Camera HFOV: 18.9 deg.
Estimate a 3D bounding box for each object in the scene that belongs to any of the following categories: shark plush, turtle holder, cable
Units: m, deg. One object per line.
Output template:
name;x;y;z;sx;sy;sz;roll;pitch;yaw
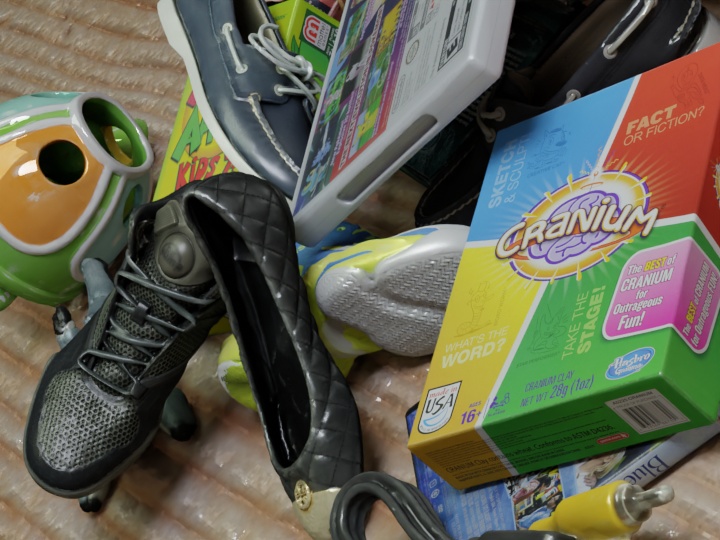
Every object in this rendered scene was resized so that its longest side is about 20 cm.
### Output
shark plush;-0.153;0.049;1.311;0.091;0.083;0.200;-32;33;29
turtle holder;-0.200;-0.053;1.468;0.132;0.185;0.141;-38;63;20
cable;0.058;0.138;0.956;0.200;0.050;0.097;-5;72;53

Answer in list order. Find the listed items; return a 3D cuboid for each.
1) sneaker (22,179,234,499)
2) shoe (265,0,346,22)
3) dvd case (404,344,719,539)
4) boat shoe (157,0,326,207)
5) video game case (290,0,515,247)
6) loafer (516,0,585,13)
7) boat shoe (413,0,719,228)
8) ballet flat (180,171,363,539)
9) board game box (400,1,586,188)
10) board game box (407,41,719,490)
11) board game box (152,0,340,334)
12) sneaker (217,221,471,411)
sneaker;-0.122;0.029;1.183;0.199;0.076;0.114;-52;-12;-16
shoe;-0.007;-0.193;1.360;0.091;0.071;0.200;-53;3;-17
dvd case;0.106;0.058;1.013;0.200;0.018;0.143;-39;30;20
boat shoe;-0.056;-0.109;1.255;0.062;0.075;0.200;-42;46;15
video game case;0.031;-0.131;1.157;0.182;0.023;0.200;-41;28;46
loafer;0.086;-0.171;1.213;0.063;0.072;0.200;-49;18;9
boat shoe;0.098;-0.086;1.150;0.200;0.060;0.074;-37;29;21
ballet flat;-0.047;0.046;1.104;0.066;0.057;0.200;-29;76;47
board game box;0.051;-0.122;1.291;0.135;0.028;0.200;-50;29;0
board game box;0.111;-0.003;1.016;0.153;0.040;0.200;-21;40;41
board game box;-0.077;-0.061;1.333;0.102;0.048;0.200;-10;60;49
sneaker;0.000;0.000;1.169;0.200;0.076;0.105;-26;36;37
